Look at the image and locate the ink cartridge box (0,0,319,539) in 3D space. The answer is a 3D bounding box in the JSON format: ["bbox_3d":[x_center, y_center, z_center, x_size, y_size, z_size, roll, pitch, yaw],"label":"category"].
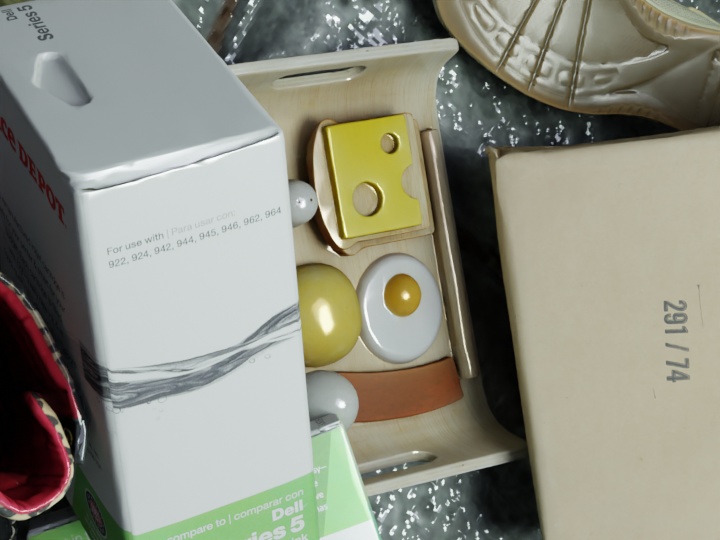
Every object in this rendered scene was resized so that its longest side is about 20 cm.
[{"bbox_3d":[-0.085,0.008,0.888,0.084,0.146,0.201,-17,127,-19],"label":"ink cartridge box"}]

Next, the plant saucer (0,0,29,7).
[{"bbox_3d":[-0.129,-0.202,0.941,0.200,0.048,0.200,-40,92,-8],"label":"plant saucer"}]

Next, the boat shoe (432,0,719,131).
[{"bbox_3d":[0.119,-0.114,1.113,0.199,0.065,0.072,16,103,-21],"label":"boat shoe"}]

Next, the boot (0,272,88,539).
[{"bbox_3d":[-0.157,0.083,0.889,0.073,0.150,0.201,-18,96,-30],"label":"boot"}]

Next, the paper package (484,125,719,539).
[{"bbox_3d":[0.169,0.029,1.057,0.103,0.190,0.201,-12,95,-74],"label":"paper package"}]

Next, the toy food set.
[{"bbox_3d":[0.000,0.000,1.038,0.143,0.060,0.201,-11,93,-30],"label":"toy food set"}]

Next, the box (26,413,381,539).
[{"bbox_3d":[-0.045,0.178,0.986,0.144,0.036,0.201,-18,98,-5],"label":"box"}]
